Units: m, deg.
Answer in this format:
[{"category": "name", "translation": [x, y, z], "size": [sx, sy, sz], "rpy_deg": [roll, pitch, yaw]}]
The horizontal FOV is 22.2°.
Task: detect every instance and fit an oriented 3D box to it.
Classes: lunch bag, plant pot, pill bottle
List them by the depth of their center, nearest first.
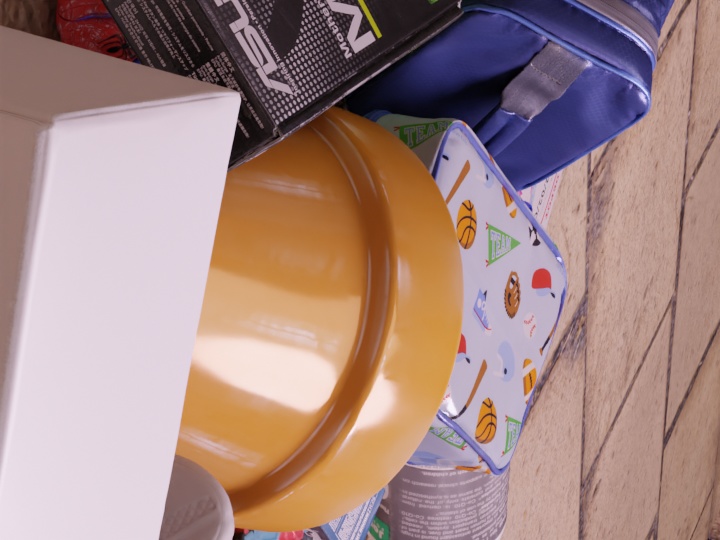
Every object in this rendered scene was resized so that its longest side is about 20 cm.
[{"category": "plant pot", "translation": [-0.087, 0.007, 0.797], "size": [0.183, 0.199, 0.202], "rpy_deg": [16, 91, -51]}, {"category": "lunch bag", "translation": [0.043, 0.013, 0.998], "size": [0.200, 0.075, 0.161], "rpy_deg": [49, 54, -52]}, {"category": "lunch bag", "translation": [0.080, -0.129, 1.049], "size": [0.200, 0.135, 0.133], "rpy_deg": [-35, -148, 58]}, {"category": "pill bottle", "translation": [0.056, 0.152, 1.374], "size": [0.113, 0.112, 0.201], "rpy_deg": [-52, 151, -45]}]

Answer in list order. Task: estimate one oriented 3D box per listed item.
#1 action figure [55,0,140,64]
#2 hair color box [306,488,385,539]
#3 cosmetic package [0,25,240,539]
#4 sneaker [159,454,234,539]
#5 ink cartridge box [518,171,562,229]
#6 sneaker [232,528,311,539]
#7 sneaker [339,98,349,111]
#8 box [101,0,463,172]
[{"category": "action figure", "translation": [-0.069, -0.141, 0.846], "size": [0.201, 0.098, 0.065], "rpy_deg": [-58, 154, -29]}, {"category": "hair color box", "translation": [-0.058, 0.101, 1.052], "size": [0.061, 0.099, 0.200], "rpy_deg": [-65, 158, -21]}, {"category": "cosmetic package", "translation": [-0.163, 0.020, 0.571], "size": [0.123, 0.199, 0.201], "rpy_deg": [-21, 125, -65]}, {"category": "sneaker", "translation": [-0.136, 0.141, 0.769], "size": [0.199, 0.077, 0.082], "rpy_deg": [-28, 154, 8]}, {"category": "ink cartridge box", "translation": [0.110, -0.089, 1.389], "size": [0.200, 0.067, 0.116], "rpy_deg": [10, 97, -70]}, {"category": "sneaker", "translation": [-0.058, 0.173, 0.910], "size": [0.096, 0.079, 0.200], "rpy_deg": [64, 20, 3]}, {"category": "sneaker", "translation": [0.034, -0.062, 1.188], "size": [0.075, 0.081, 0.200], "rpy_deg": [-68, 157, -14]}, {"category": "box", "translation": [-0.055, -0.161, 0.771], "size": [0.201, 0.047, 0.193], "rpy_deg": [59, 31, -6]}]
